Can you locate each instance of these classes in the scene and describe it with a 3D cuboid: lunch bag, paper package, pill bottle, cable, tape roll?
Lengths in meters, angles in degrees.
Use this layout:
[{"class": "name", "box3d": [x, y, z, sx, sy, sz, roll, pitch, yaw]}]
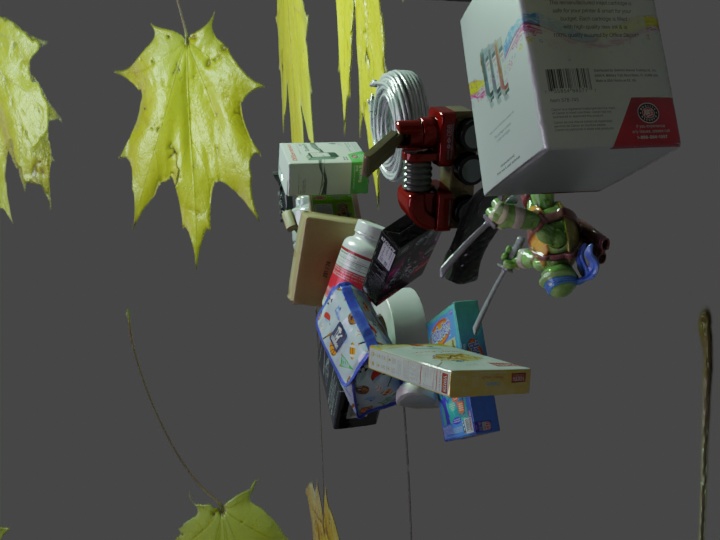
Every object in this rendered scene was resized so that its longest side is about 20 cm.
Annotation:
[{"class": "lunch bag", "box3d": [-0.001, 0.140, 1.338, 0.202, 0.122, 0.171, 84, 163, -52]}, {"class": "paper package", "box3d": [-0.058, -0.019, 1.679, 0.103, 0.187, 0.204, -136, 54, -74]}, {"class": "pill bottle", "box3d": [0.000, 0.000, 1.582, 0.112, 0.111, 0.203, -139, 68, -70]}, {"class": "cable", "box3d": [0.072, -0.269, 1.385, 0.200, 0.068, 0.204, -165, 70, -75]}, {"class": "tape roll", "box3d": [0.074, 0.137, 1.491, 0.202, 0.069, 0.207, 175, 90, -76]}]

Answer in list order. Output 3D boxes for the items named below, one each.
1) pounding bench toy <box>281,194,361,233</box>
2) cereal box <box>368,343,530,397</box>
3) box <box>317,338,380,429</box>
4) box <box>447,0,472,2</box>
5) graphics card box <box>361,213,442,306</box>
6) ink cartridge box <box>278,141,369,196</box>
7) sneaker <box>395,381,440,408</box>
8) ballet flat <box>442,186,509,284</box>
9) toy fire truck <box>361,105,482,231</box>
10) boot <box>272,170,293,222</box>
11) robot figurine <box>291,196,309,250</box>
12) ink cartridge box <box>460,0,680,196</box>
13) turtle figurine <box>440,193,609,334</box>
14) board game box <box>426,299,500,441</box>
[{"class": "pounding bench toy", "box3d": [-0.109, -0.104, 1.900, 0.157, 0.196, 0.126, 113, 149, -60]}, {"class": "cereal box", "box3d": [0.121, 0.137, 1.046, 0.199, 0.142, 0.040, 8, 94, 58]}, {"class": "box", "box3d": [-0.024, 0.223, 1.650, 0.149, 0.102, 0.202, 101, 160, -47]}, {"class": "box", "box3d": [0.123, -0.408, 0.865, 0.200, 0.194, 0.126, 170, 97, -76]}, {"class": "graphics card box", "box3d": [0.076, -0.029, 1.317, 0.051, 0.125, 0.201, 47, 151, 19]}, {"class": "ink cartridge box", "box3d": [-0.090, -0.244, 1.777, 0.146, 0.196, 0.085, -118, 29, -58]}, {"class": "sneaker", "box3d": [0.100, 0.195, 1.299, 0.200, 0.072, 0.084, 57, -151, -73]}, {"class": "ballet flat", "box3d": [0.175, -0.055, 1.090, 0.201, 0.056, 0.067, 112, 150, -48]}, {"class": "toy fire truck", "box3d": [0.084, -0.145, 1.099, 0.129, 0.196, 0.179, -123, 32, -63]}, {"class": "boot", "box3d": [-0.299, -0.290, 2.919, 0.165, 0.064, 0.204, -156, 59, -76]}, {"class": "robot figurine", "box3d": [-0.152, -0.124, 2.247, 0.169, 0.111, 0.204, 174, 92, -69]}, {"class": "ink cartridge box", "box3d": [0.197, -0.193, 0.735, 0.145, 0.142, 0.204, 140, 125, -73]}, {"class": "turtle figurine", "box3d": [0.169, -0.057, 0.846, 0.198, 0.143, 0.197, -22, 52, 41]}, {"class": "board game box", "box3d": [0.161, 0.165, 1.196, 0.152, 0.044, 0.204, 127, 137, -70]}]
